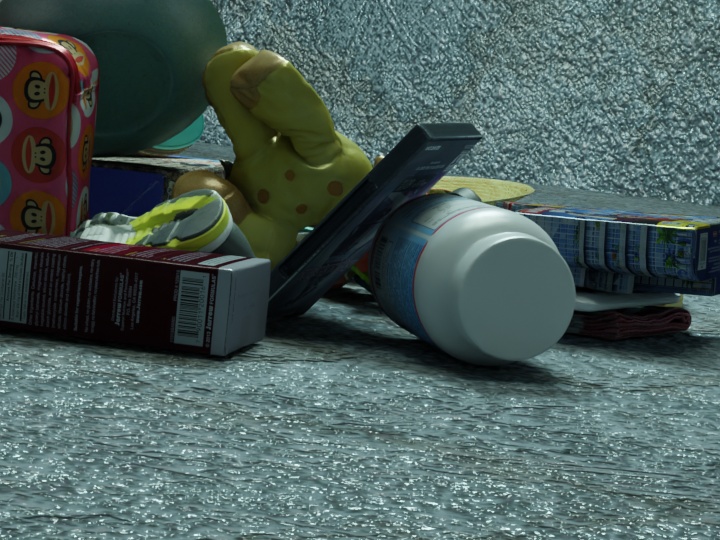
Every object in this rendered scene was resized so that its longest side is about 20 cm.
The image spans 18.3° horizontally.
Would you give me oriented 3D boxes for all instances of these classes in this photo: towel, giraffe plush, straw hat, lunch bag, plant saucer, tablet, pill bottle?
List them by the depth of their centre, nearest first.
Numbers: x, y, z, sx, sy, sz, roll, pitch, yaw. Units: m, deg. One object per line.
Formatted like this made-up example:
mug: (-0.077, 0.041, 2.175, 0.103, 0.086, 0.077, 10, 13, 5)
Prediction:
pill bottle: (0.079, 0.007, 1.562, 0.108, 0.109, 0.200, 4, 6, -14)
lunch bag: (-0.296, -0.091, 1.731, 0.175, 0.201, 0.082, 6, 13, 8)
giraffe plush: (-0.081, -0.057, 1.749, 0.200, 0.162, 0.173, 43, -9, 1)
plant saucer: (-0.203, -0.159, 1.785, 0.200, 0.202, 0.039, 4, 41, -15)
tablet: (0.166, 0.017, 1.803, 0.130, 0.014, 0.200, 7, 4, 28)
towel: (0.156, 0.030, 1.846, 0.199, 0.023, 0.144, 8, 6, 31)
straw hat: (0.066, -0.037, 2.117, 0.200, 0.086, 0.201, 0, 8, 0)

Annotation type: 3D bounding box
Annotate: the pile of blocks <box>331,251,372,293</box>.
pile of blocks: (0.000, 0.000, 1.870, 0.062, 0.082, 0.200, -43, 6, -17)

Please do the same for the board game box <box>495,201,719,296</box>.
board game box: (0.187, -0.017, 1.783, 0.199, 0.062, 0.200, 5, 4, 20)

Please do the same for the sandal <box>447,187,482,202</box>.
sandal: (0.056, -0.022, 1.879, 0.045, 0.075, 0.200, -31, -3, -20)

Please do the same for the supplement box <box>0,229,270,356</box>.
supplement box: (-0.171, 0.013, 1.517, 0.199, 0.061, 0.109, 7, 5, 12)

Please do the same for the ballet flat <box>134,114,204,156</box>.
ballet flat: (-0.219, -0.132, 1.934, 0.065, 0.071, 0.200, -8, -7, 35)

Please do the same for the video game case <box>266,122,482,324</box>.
video game case: (-0.002, -0.034, 1.634, 0.019, 0.200, 0.143, 47, 16, 10)

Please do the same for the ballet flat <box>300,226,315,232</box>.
ballet flat: (-0.010, -0.029, 2.026, 0.199, 0.070, 0.069, 12, 7, 13)

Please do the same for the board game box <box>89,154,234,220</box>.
board game box: (-0.200, -0.049, 1.926, 0.159, 0.097, 0.200, 7, 6, 18)

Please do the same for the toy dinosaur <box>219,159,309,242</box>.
toy dinosaur: (-0.093, -0.031, 1.906, 0.077, 0.103, 0.200, 16, -7, 11)

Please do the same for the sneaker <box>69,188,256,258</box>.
sneaker: (-0.156, 0.005, 1.638, 0.199, 0.085, 0.075, -11, 37, 43)

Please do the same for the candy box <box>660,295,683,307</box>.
candy box: (0.237, -0.006, 2.108, 0.116, 0.057, 0.200, 4, 4, 0)
